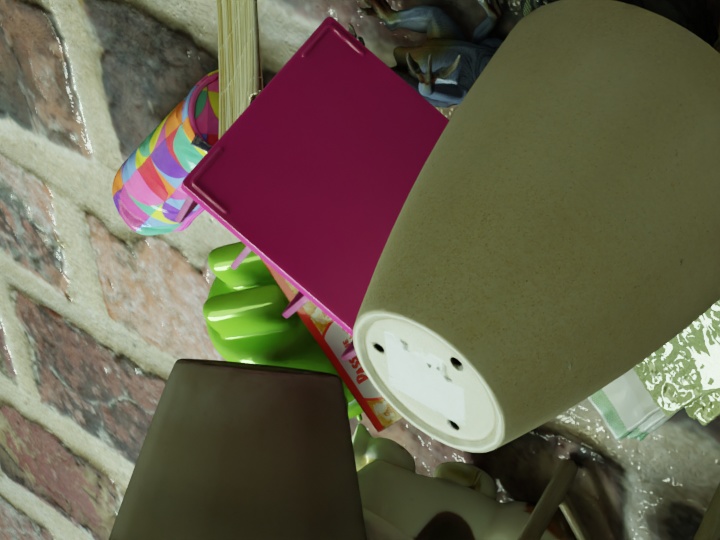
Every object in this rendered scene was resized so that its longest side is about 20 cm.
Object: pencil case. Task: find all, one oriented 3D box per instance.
[{"bbox_3d":[-0.140,-0.092,1.190,0.089,0.088,0.200,57,147,-2],"label":"pencil case"}]

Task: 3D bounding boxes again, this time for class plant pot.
[{"bbox_3d":[-0.077,0.153,0.982,0.200,0.200,0.174,5,87,49],"label":"plant pot"},{"bbox_3d":[0.092,-0.007,0.739,0.187,0.200,0.188,32,150,21],"label":"plant pot"}]

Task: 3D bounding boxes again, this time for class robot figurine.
[{"bbox_3d":[-0.043,0.046,1.118,0.115,0.176,0.200,-12,147,23],"label":"robot figurine"}]

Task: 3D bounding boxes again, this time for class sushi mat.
[{"bbox_3d":[-0.088,-0.175,1.011,0.096,0.012,0.201,125,146,-52],"label":"sushi mat"}]

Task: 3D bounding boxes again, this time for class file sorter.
[{"bbox_3d":[0.001,-0.027,0.901,0.200,0.139,0.125,41,164,-4],"label":"file sorter"}]

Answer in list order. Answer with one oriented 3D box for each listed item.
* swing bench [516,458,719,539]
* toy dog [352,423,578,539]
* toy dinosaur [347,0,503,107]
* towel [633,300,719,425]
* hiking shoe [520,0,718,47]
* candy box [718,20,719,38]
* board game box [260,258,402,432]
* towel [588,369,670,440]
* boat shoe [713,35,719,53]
[{"bbox_3d":[0.171,0.224,0.965,0.199,0.200,0.130,-18,104,55],"label":"swing bench"},{"bbox_3d":[0.075,0.208,1.118,0.199,0.140,0.194,18,163,-2],"label":"toy dog"},{"bbox_3d":[0.075,-0.140,0.928,0.181,0.105,0.200,28,171,21],"label":"toy dinosaur"},{"bbox_3d":[0.185,-0.009,0.862,0.200,0.036,0.148,54,144,8],"label":"towel"},{"bbox_3d":[0.124,-0.173,0.774,0.100,0.076,0.201,-11,98,34],"label":"hiking shoe"},{"bbox_3d":[0.271,-0.126,0.707,0.200,0.026,0.102,28,137,35],"label":"candy box"},{"bbox_3d":[0.000,0.000,1.033,0.046,0.151,0.200,-34,89,26],"label":"board game box"},{"bbox_3d":[0.182,0.019,0.934,0.149,0.031,0.200,49,145,9],"label":"towel"},{"bbox_3d":[0.242,-0.038,0.761,0.201,0.063,0.073,56,157,-16],"label":"boat shoe"}]
